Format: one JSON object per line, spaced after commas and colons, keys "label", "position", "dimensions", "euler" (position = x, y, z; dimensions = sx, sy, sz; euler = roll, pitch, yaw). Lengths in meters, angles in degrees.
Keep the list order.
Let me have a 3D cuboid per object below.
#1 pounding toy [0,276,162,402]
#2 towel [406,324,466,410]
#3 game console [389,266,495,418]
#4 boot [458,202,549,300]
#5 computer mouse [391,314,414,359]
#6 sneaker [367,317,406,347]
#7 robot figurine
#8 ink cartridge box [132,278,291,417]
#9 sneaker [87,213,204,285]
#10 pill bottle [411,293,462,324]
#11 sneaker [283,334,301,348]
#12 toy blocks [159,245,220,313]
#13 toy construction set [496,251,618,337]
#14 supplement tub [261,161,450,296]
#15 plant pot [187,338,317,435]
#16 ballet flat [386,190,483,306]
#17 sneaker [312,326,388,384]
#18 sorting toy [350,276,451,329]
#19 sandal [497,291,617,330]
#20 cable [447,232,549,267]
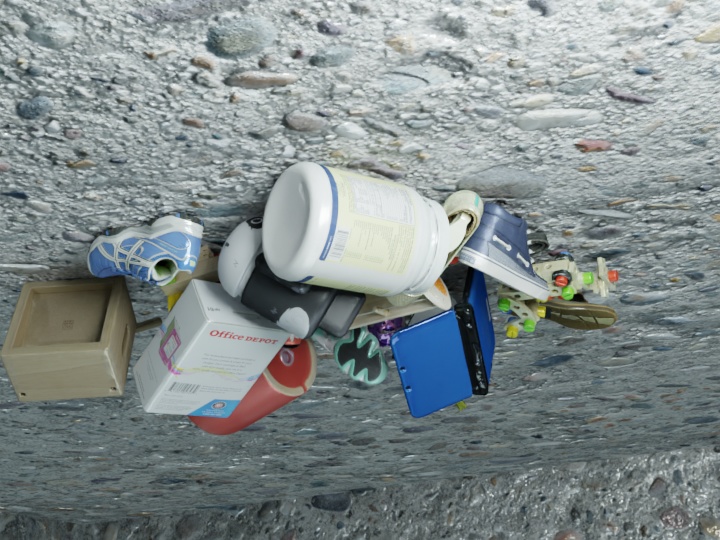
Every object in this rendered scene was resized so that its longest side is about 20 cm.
{"label": "pounding toy", "position": [-0.414, 0.101, 1.560], "dimensions": [0.184, 0.200, 0.142], "euler": [-4, 131, 1]}
{"label": "towel", "position": [0.109, 0.150, 1.741], "dimensions": [0.018, 0.200, 0.086], "euler": [-40, 143, 4]}
{"label": "game console", "position": [0.132, 0.105, 1.584], "dimensions": [0.118, 0.171, 0.200], "euler": [0, 135, 17]}
{"label": "boot", "position": [0.217, -0.023, 1.420], "dimensions": [0.073, 0.091, 0.200], "euler": [26, -179, 39]}
{"label": "computer mouse", "position": [0.073, 0.061, 1.597], "dimensions": [0.034, 0.059, 0.200], "euler": [26, 125, 13]}
{"label": "sneaker", "position": [0.045, 0.069, 1.653], "dimensions": [0.080, 0.089, 0.200], "euler": [-1, 158, -1]}
{"label": "robot figurine", "position": [-0.091, 0.010, 1.366], "dimensions": [0.200, 0.125, 0.150], "euler": [31, 139, 1]}
{"label": "ink cartridge box", "position": [-0.213, 0.115, 1.472], "dimensions": [0.144, 0.085, 0.200], "euler": [11, 130, -39]}
{"label": "sneaker", "position": [-0.298, -0.017, 1.392], "dimensions": [0.200, 0.077, 0.076], "euler": [-16, 157, 33]}
{"label": "pill bottle", "position": [0.152, 0.103, 1.723], "dimensions": [0.112, 0.113, 0.200], "euler": [-10, 159, 17]}
{"label": "sneaker", "position": [-0.116, 0.075, 1.580], "dimensions": [0.075, 0.085, 0.200], "euler": [2, -178, -5]}
{"label": "toy blocks", "position": [-0.201, 0.027, 1.505], "dimensions": [0.136, 0.100, 0.200], "euler": [-16, 143, 7]}
{"label": "toy construction set", "position": [0.296, 0.031, 1.587], "dimensions": [0.200, 0.092, 0.131], "euler": [-20, 130, 19]}
{"label": "supplement tub", "position": [-0.005, -0.046, 1.266], "dimensions": [0.200, 0.145, 0.145], "euler": [10, 155, -32]}
{"label": "plant pot", "position": [-0.181, 0.159, 1.697], "dimensions": [0.177, 0.201, 0.200], "euler": [-20, 153, 36]}
{"label": "ballet flat", "position": [0.090, -0.022, 1.351], "dimensions": [0.067, 0.062, 0.200], "euler": [29, 115, -12]}
{"label": "sneaker", "position": [-0.009, 0.120, 1.685], "dimensions": [0.078, 0.200, 0.140], "euler": [-47, 152, 4]}
{"label": "sorting toy", "position": [0.000, 0.000, 1.469], "dimensions": [0.200, 0.107, 0.180], "euler": [-16, 147, 35]}
{"label": "sandal", "position": [0.330, 0.054, 1.718], "dimensions": [0.199, 0.054, 0.080], "euler": [9, 155, 8]}
{"label": "cable", "position": [0.175, -0.024, 1.465], "dimensions": [0.200, 0.050, 0.097], "euler": [10, 135, -25]}
